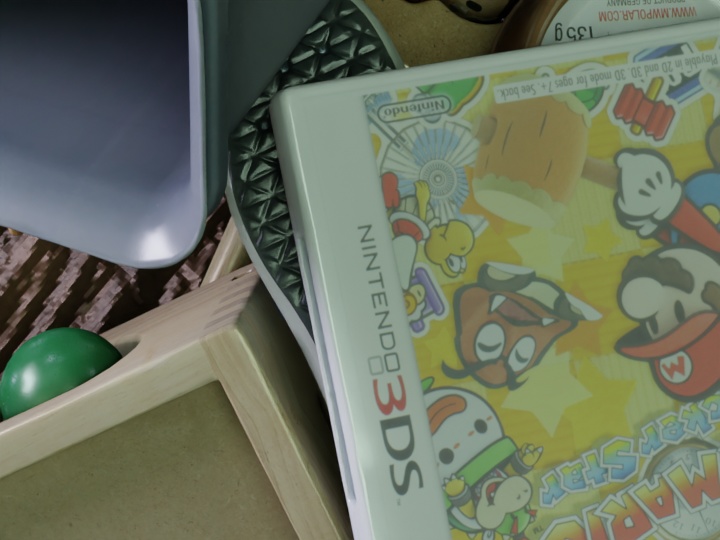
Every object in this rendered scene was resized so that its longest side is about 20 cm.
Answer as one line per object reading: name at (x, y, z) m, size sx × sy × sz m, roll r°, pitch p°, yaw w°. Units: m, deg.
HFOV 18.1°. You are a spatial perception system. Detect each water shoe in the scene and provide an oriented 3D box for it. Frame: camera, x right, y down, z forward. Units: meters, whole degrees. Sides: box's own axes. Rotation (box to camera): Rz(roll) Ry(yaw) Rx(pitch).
water shoe at (0.000, 0.000, 0.787) m, size 0.071 × 0.079 × 0.201 m, roll -16°, pitch 88°, yaw 2°

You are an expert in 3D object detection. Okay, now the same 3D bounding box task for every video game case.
video game case at (0.083, 0.015, 0.748) m, size 0.199 × 0.023 × 0.183 m, roll -10°, pitch 86°, yaw -17°

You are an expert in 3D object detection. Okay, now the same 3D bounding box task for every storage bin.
storage bin at (-0.103, -0.099, 0.715) m, size 0.199 × 0.134 × 0.146 m, roll 18°, pitch 130°, yaw 21°

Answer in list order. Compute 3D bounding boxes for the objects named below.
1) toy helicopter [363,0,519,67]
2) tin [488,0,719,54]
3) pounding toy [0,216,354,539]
toy helicopter at (0.081, -0.133, 0.855) m, size 0.200 × 0.079 × 0.132 m, roll -36°, pitch 84°, yaw -20°
tin at (0.103, -0.014, 0.788) m, size 0.111 × 0.042 × 0.201 m, roll -5°, pitch 85°, yaw -12°
pounding toy at (-0.066, 0.076, 0.834) m, size 0.183 × 0.142 × 0.201 m, roll -24°, pitch 100°, yaw 10°
